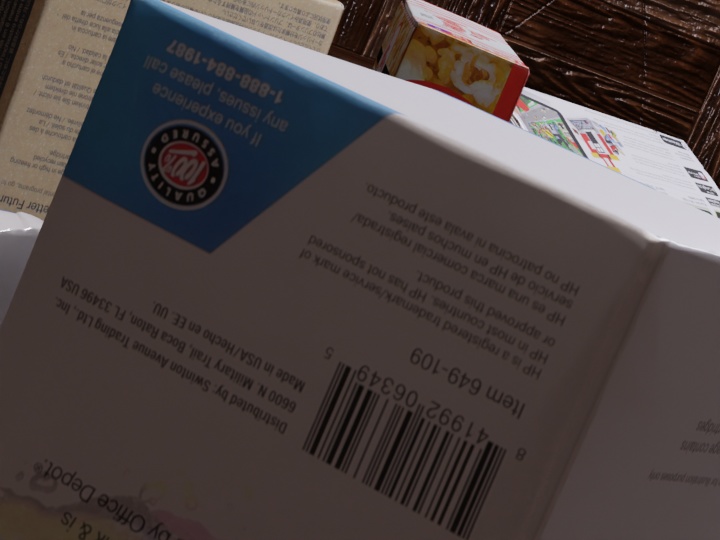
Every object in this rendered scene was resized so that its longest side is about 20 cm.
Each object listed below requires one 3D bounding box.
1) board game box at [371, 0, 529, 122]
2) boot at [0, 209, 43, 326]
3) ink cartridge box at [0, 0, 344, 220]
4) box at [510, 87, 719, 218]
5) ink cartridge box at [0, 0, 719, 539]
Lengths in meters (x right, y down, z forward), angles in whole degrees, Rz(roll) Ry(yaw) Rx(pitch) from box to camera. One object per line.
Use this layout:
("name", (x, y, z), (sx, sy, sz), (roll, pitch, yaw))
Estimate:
("board game box", (0.000, 0.000, 1.059), (0.046, 0.200, 0.152), (22, 9, -4))
("boot", (-0.190, -0.008, 1.044), (0.090, 0.073, 0.200), (33, 13, 27))
("ink cartridge box", (-0.121, -0.090, 1.427), (0.075, 0.165, 0.200), (27, 9, 41))
("box", (0.120, -0.024, 1.278), (0.200, 0.035, 0.110), (12, 40, -56))
("ink cartridge box", (0.000, 0.063, 0.665), (0.147, 0.200, 0.146), (27, 8, 29))
